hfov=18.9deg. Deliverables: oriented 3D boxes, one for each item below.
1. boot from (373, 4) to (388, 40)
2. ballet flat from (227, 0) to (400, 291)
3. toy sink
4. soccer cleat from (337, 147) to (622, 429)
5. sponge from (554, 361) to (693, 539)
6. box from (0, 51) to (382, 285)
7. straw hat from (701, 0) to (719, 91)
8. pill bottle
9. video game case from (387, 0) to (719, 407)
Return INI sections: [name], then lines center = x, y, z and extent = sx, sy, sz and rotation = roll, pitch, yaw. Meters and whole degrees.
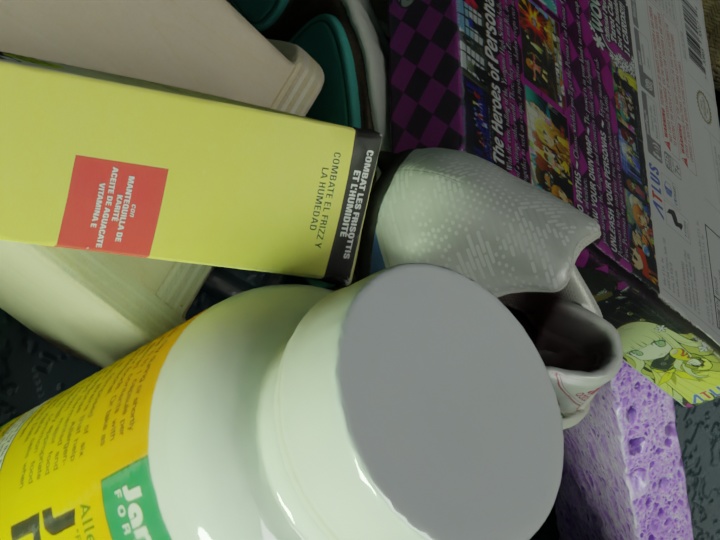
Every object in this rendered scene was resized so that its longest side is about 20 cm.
[boot]
center = 0.000, 0.000, 0.829
extent = 0.186, 0.064, 0.200
rotation = -74, 158, -64
[ballet flat]
center = -0.009, -0.080, 0.770
extent = 0.069, 0.069, 0.200
rotation = 8, 52, -42
[toy sink]
center = -0.102, -0.054, 0.723
extent = 0.200, 0.130, 0.112
rotation = 42, 73, -39
[soccer cleat]
center = 0.043, 0.041, 0.712
extent = 0.070, 0.086, 0.200
rotation = -60, 157, -30
[sponge]
center = 0.108, 0.077, 0.942
extent = 0.030, 0.112, 0.200
rotation = -17, 120, -11
[box]
center = -0.093, -0.034, 0.601
extent = 0.200, 0.075, 0.050
rotation = 8, 96, -43
[straw hat]
center = 0.172, -0.116, 0.946
extent = 0.085, 0.201, 0.201
rotation = 24, 84, -10
[pill bottle]
center = -0.037, 0.070, 0.649
extent = 0.113, 0.200, 0.113
rotation = 19, 58, -35
[video game case]
center = 0.076, -0.073, 0.801
extent = 0.181, 0.036, 0.200
rotation = 35, 42, -40
